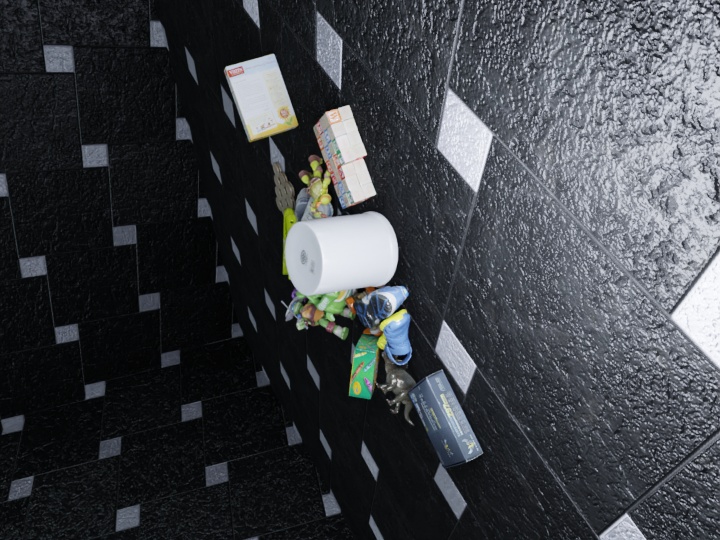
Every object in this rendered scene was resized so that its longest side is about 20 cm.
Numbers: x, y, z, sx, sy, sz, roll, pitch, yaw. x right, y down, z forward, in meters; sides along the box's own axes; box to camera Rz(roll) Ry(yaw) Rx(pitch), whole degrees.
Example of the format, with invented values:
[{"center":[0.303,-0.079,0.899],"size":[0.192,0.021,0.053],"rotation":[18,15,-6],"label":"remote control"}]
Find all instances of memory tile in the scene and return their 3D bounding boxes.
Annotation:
[{"center":[-0.246,-0.242,2.059],"size":[0.154,0.017,0.201],"rotation":[55,156,34],"label":"memory tile"}]

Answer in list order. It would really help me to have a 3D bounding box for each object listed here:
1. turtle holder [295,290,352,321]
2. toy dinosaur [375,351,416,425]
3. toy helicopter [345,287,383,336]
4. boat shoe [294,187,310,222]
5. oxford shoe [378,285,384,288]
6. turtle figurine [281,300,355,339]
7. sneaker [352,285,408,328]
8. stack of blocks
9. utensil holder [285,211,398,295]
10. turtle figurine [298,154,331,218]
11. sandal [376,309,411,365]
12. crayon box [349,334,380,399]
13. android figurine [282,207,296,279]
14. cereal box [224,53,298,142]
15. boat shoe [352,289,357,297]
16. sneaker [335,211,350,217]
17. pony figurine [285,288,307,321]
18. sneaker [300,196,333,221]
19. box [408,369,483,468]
[{"center":[-0.088,0.038,1.640],"size":[0.141,0.132,0.185],"rotation":[41,-168,18],"label":"turtle holder"},{"center":[0.103,0.296,1.572],"size":[0.202,0.102,0.077],"rotation":[59,167,1],"label":"toy dinosaur"},{"center":[0.021,0.122,1.665],"size":[0.133,0.078,0.200],"rotation":[57,170,6],"label":"toy helicopter"},{"center":[-0.158,-0.164,1.845],"size":[0.201,0.072,0.066],"rotation":[107,166,-59],"label":"boat shoe"},{"center":[0.000,0.000,1.570],"size":[0.200,0.071,0.072],"rotation":[30,142,59],"label":"oxford shoe"},{"center":[-0.119,0.110,1.792],"size":[0.191,0.144,0.202],"rotation":[18,126,14],"label":"turtle figurine"},{"center":[0.047,0.083,1.483],"size":[0.076,0.077,0.199],"rotation":[62,153,-4],"label":"sneaker"},{"center":[-0.033,-0.251,1.410],"size":[0.203,0.058,0.115],"rotation":[70,160,-3],"label":"stack of blocks"},{"center":[-0.045,-0.038,1.384],"size":[0.169,0.198,0.173],"rotation":[15,108,52],"label":"utensil holder"},{"center":[-0.111,-0.207,1.596],"size":[0.162,0.064,0.202],"rotation":[62,140,42],"label":"turtle figurine"},{"center":[0.092,0.161,1.488],"size":[0.088,0.079,0.201],"rotation":[56,166,24],"label":"sandal"},{"center":[0.015,0.243,1.613],"size":[0.200,0.057,0.121],"rotation":[-40,-43,-82],"label":"crayon box"},{"center":[-0.201,-0.072,1.783],"size":[0.183,0.040,0.202],"rotation":[103,165,-55],"label":"android figurine"},{"center":[-0.267,-0.465,1.692],"size":[0.039,0.142,0.203],"rotation":[-3,107,70],"label":"cereal box"},{"center":[-0.070,0.004,1.779],"size":[0.201,0.076,0.072],"rotation":[51,-171,22],"label":"boat shoe"},{"center":[-0.043,-0.114,1.602],"size":[0.200,0.071,0.084],"rotation":[39,121,53],"label":"sneaker"},{"center":[-0.162,0.055,1.961],"size":[0.201,0.164,0.194],"rotation":[60,144,35],"label":"pony figurine"},{"center":[-0.133,-0.133,1.725],"size":[0.075,0.087,0.201],"rotation":[36,148,11],"label":"sneaker"},{"center":[0.190,0.344,1.438],"size":[0.202,0.050,0.158],"rotation":[64,159,15],"label":"box"}]
